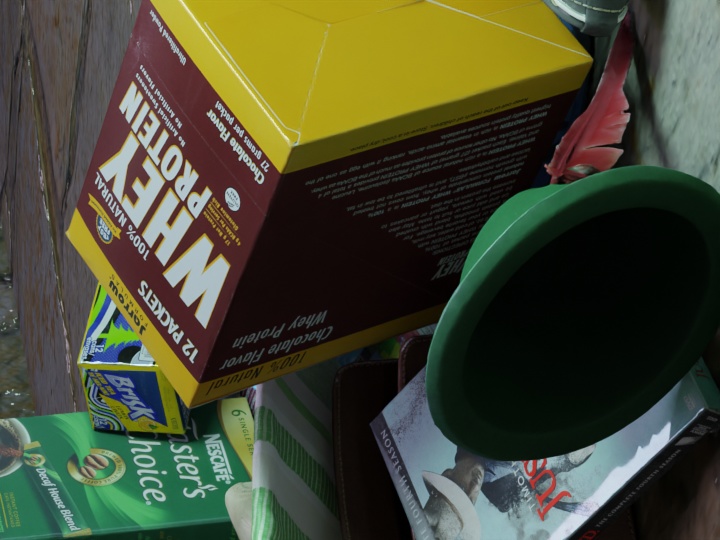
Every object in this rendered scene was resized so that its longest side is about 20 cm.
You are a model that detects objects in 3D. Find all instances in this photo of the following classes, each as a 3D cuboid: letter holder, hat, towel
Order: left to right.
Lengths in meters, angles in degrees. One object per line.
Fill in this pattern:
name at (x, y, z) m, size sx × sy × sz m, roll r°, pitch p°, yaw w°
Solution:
towel at (-0.019, 0.135, 1.570) m, size 0.153 × 0.023 × 0.201 m, roll 50°, pitch -147°, yaw -47°
letter holder at (0.066, 0.129, 1.531) m, size 0.101 × 0.141 × 0.201 m, roll 124°, pitch 140°, yaw -68°
hat at (0.073, -0.025, 1.350) m, size 0.176 × 0.199 × 0.166 m, roll 49°, pitch 120°, yaw 40°

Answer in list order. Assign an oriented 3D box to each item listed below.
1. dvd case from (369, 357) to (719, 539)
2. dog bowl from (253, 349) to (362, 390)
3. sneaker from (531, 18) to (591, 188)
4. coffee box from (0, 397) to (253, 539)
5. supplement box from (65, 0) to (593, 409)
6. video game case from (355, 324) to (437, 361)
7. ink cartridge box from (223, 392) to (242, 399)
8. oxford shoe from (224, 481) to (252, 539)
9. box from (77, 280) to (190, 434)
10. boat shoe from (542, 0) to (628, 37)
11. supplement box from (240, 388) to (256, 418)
dvd case at (0.092, 0.076, 1.436) m, size 0.200 × 0.022 × 0.146 m, roll -47°, pitch 49°, yaw 32°
dog bowl at (-0.058, -0.011, 1.663) m, size 0.111 × 0.050 × 0.201 m, roll 17°, pitch 136°, yaw 51°
sneaker at (0.070, -0.079, 1.558) m, size 0.066 × 0.078 × 0.201 m, roll -106°, pitch 26°, yaw -43°
coffee box at (-0.156, 0.139, 1.780) m, size 0.123 × 0.199 × 0.044 m, roll -111°, pitch 22°, yaw -51°
supplement box at (-0.021, -0.063, 1.462) m, size 0.133 × 0.197 × 0.200 m, roll 52°, pitch 141°, yaw 26°
video game case at (0.000, 0.000, 1.727) m, size 0.183 × 0.023 × 0.200 m, roll -54°, pitch 51°, yaw 22°
ink cartridge box at (-0.084, 0.087, 1.947) m, size 0.076 × 0.200 × 0.148 m, roll -25°, pitch 45°, yaw 33°
oxford shoe at (0.003, 0.158, 1.716) m, size 0.074 × 0.199 × 0.071 m, roll 46°, pitch 110°, yaw 42°
box at (-0.131, 0.009, 1.829) m, size 0.070 × 0.064 × 0.201 m, roll 82°, pitch -166°, yaw -47°
boat shoe at (0.094, -0.181, 1.457) m, size 0.200 × 0.071 × 0.068 m, roll -125°, pitch 36°, yaw -60°
supplement box at (-0.012, 0.071, 1.850) m, size 0.103 × 0.130 × 0.201 m, roll 114°, pitch 149°, yaw -64°
